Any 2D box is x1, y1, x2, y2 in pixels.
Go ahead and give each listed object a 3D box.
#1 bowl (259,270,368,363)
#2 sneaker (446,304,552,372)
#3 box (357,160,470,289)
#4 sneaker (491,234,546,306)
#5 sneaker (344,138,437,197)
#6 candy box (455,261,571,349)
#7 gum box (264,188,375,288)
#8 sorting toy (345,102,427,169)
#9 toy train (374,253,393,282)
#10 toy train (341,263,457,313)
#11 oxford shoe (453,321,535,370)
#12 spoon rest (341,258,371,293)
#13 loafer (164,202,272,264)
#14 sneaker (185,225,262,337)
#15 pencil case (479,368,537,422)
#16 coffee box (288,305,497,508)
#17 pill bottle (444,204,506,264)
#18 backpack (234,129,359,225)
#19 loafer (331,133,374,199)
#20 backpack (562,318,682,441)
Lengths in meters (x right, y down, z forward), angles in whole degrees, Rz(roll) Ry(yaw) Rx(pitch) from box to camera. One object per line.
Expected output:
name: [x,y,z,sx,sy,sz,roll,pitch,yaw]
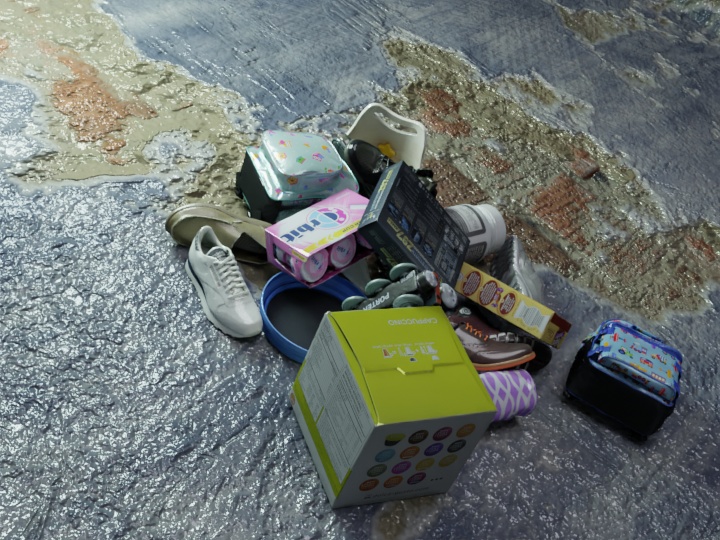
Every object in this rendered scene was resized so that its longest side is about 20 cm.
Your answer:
bowl: [-0.070,0.078,1.681,0.198,0.040,0.202,14,40,-12]
sneaker: [0.230,0.105,1.776,0.197,0.076,0.116,11,37,-14]
box: [0.092,-0.057,1.714,0.200,0.051,0.159,46,43,-23]
sneaker: [0.299,0.022,1.922,0.081,0.075,0.202,21,42,-26]
sneaker: [0.064,-0.173,1.853,0.199,0.114,0.077,42,59,-23]
candy box: [0.255,0.059,1.778,0.199,0.057,0.116,29,1,29]
gum box: [-0.056,-0.055,1.726,0.199,0.067,0.113,-29,42,-32]
sorting toy: [0.045,-0.223,1.970,0.198,0.181,0.107,26,38,3]
toy train: [0.041,-0.014,1.839,0.034,0.046,0.201,-5,44,-11]
toy train: [0.054,0.066,1.581,0.113,0.199,0.086,29,40,-37]
oxford shoe: [0.183,0.121,1.669,0.197,0.074,0.071,-1,4,4]
spoon rest: [0.000,0.000,1.769,0.199,0.061,0.099,27,10,39]
loafer: [-0.228,-0.059,1.729,0.197,0.077,0.068,8,35,-19]
sneaker: [-0.216,0.021,1.641,0.076,0.081,0.200,-14,53,-40]
pencil case: [0.184,0.205,1.627,0.198,0.086,0.085,-3,61,-29]
coffee box: [0.040,0.190,1.476,0.197,0.199,0.201,-2,47,-28]
pill bottle: [0.168,-0.060,1.899,0.198,0.114,0.113,-13,51,-38]
backpack: [-0.103,-0.157,1.850,0.198,0.154,0.176,4,37,-34]
loafer: [0.019,-0.172,1.929,0.063,0.072,0.201,-35,101,-19]
backpack: [0.462,0.163,1.778,0.181,0.135,0.200,30,36,6]
